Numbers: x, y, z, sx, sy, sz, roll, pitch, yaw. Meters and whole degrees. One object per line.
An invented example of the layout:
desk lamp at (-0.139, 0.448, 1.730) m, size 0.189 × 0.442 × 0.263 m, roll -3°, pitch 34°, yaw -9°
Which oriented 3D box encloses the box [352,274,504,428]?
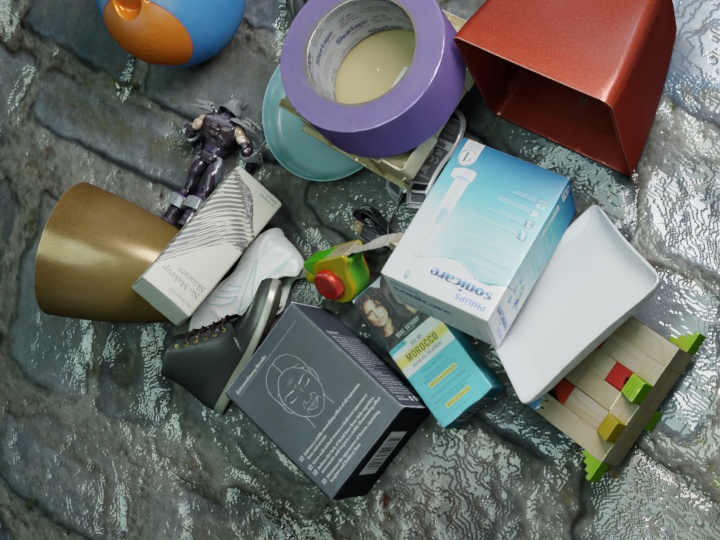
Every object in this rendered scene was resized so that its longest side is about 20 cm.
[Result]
box at (0.082, 0.090, 1.407) m, size 0.082 × 0.049 × 0.200 m, roll -42°, pitch 68°, yaw 14°

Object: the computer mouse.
computer mouse at (0.074, -0.112, 1.433) m, size 0.110 × 0.044 × 0.200 m, roll 29°, pitch 87°, yaw 29°

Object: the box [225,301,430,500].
box at (-0.039, 0.160, 1.422) m, size 0.200 × 0.107 × 0.149 m, roll 42°, pitch 101°, yaw 23°

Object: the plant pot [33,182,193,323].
plant pot at (-0.303, -0.003, 1.541) m, size 0.200 × 0.186 × 0.187 m, roll 16°, pitch 90°, yaw 10°

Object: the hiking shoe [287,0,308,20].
hiking shoe at (-0.027, -0.408, 1.510) m, size 0.101 × 0.076 × 0.200 m, roll 23°, pitch 92°, yaw 29°

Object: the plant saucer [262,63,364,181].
plant saucer at (-0.037, -0.214, 1.516) m, size 0.200 × 0.027 × 0.200 m, roll -4°, pitch 81°, yaw 24°

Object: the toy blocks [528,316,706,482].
toy blocks at (0.272, 0.118, 1.300) m, size 0.137 × 0.100 × 0.200 m, roll 38°, pitch 100°, yaw 36°

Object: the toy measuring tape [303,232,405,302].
toy measuring tape at (0.000, 0.000, 1.427) m, size 0.200 × 0.073 × 0.074 m, roll -13°, pitch 76°, yaw 50°

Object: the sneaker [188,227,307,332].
sneaker at (-0.151, 0.041, 1.511) m, size 0.080 × 0.070 × 0.200 m, roll 44°, pitch 101°, yaw 20°

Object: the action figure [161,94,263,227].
action figure at (-0.204, -0.149, 1.566) m, size 0.130 × 0.069 × 0.200 m, roll 25°, pitch 90°, yaw 33°

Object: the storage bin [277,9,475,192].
storage bin at (0.037, -0.230, 1.408) m, size 0.198 × 0.094 × 0.200 m, roll 32°, pitch 88°, yaw 27°

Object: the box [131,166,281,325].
box at (-0.194, -0.032, 1.462) m, size 0.082 × 0.068 × 0.200 m, roll 40°, pitch 65°, yaw -10°

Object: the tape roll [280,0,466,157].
tape roll at (0.015, -0.236, 1.320) m, size 0.200 × 0.085 × 0.200 m, roll -7°, pitch 72°, yaw 22°

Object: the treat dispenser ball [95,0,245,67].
treat dispenser ball at (-0.254, -0.374, 1.543) m, size 0.201 × 0.201 × 0.201 m, roll -4°, pitch 81°, yaw 25°

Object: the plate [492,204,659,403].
plate at (0.235, 0.039, 1.301) m, size 0.200 × 0.032 × 0.200 m, roll -46°, pitch 26°, yaw 13°

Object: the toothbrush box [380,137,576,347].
toothbrush box at (0.140, -0.034, 1.345) m, size 0.146 × 0.085 × 0.200 m, roll 24°, pitch 73°, yaw 25°

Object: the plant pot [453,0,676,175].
plant pot at (0.254, -0.255, 1.304) m, size 0.200 × 0.200 × 0.176 m, roll 30°, pitch 85°, yaw 25°

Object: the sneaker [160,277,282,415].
sneaker at (-0.180, 0.081, 1.462) m, size 0.106 × 0.075 × 0.200 m, roll 28°, pitch 108°, yaw 2°
